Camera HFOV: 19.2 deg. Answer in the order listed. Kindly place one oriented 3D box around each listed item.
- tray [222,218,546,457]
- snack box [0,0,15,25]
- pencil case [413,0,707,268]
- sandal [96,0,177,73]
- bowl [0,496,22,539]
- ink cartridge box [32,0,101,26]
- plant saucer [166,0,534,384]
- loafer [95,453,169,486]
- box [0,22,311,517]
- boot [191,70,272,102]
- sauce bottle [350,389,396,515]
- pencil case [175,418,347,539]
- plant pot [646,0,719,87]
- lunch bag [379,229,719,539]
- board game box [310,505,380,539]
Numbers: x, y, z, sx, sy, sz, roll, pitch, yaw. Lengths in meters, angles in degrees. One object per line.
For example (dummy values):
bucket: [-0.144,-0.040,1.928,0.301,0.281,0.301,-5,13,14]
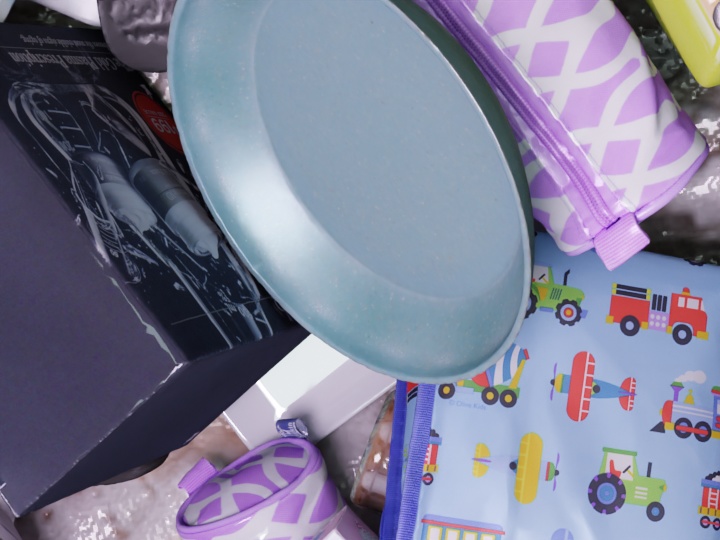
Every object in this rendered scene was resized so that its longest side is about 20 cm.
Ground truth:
tray: [0.000,0.000,1.030,0.199,0.022,0.108,-37,96,16]
snack box: [-0.255,-0.097,0.986,0.116,0.037,0.200,35,129,-15]
pencil case: [0.060,-0.100,0.887,0.084,0.086,0.200,-39,96,21]
sandal: [-0.098,-0.183,0.946,0.074,0.045,0.202,-9,110,-2]
bowl: [-0.229,0.131,1.045,0.200,0.201,0.095,31,68,1]
ink cartridge box: [-0.076,-0.183,0.986,0.198,0.050,0.162,22,107,6]
plant saucer: [0.002,-0.047,0.875,0.199,0.036,0.201,31,140,30]
loafer: [-0.183,0.043,1.045,0.198,0.073,0.072,22,108,4]
box: [-0.130,-0.009,0.943,0.104,0.200,0.183,-40,84,15]
boot: [0.014,-0.098,0.957,0.198,0.076,0.074,-13,75,3]
sauce bottle: [0.097,0.117,1.022,0.198,0.065,0.065,19,106,3]
pencil case: [-0.022,0.179,1.037,0.085,0.084,0.201,-9,111,46]
plant pot: [0.177,-0.198,0.869,0.199,0.182,0.200,-27,99,16]
lunch bag: [0.089,0.094,0.934,0.149,0.094,0.202,10,64,-5]
board game box: [-0.007,0.248,0.976,0.199,0.043,0.200,45,103,-3]
